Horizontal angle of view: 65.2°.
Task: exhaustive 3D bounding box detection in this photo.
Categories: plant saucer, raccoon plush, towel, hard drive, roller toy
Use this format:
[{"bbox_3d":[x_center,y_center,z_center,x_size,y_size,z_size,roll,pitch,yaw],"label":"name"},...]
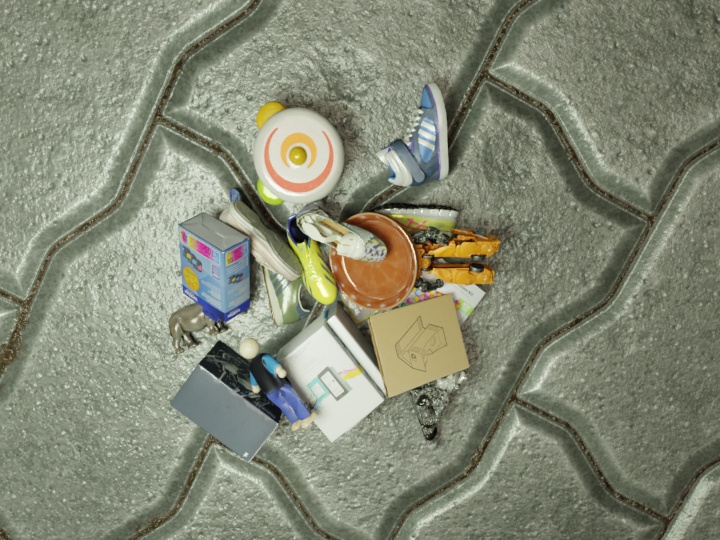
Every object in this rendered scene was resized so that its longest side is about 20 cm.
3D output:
[{"bbox_3d":[0.028,-0.019,1.149,0.197,0.032,0.204,7,106,25],"label":"plant saucer"},{"bbox_3d":[0.182,0.287,1.256,0.132,0.097,0.202,-22,128,-6],"label":"raccoon plush"},{"bbox_3d":[0.000,0.000,1.205,0.142,0.023,0.202,-25,95,20],"label":"towel"},{"bbox_3d":[0.001,0.163,1.195,0.027,0.132,0.201,-36,97,4],"label":"hard drive"},{"bbox_3d":[-0.120,-0.230,1.133,0.179,0.140,0.204,3,98,-2],"label":"roller toy"}]

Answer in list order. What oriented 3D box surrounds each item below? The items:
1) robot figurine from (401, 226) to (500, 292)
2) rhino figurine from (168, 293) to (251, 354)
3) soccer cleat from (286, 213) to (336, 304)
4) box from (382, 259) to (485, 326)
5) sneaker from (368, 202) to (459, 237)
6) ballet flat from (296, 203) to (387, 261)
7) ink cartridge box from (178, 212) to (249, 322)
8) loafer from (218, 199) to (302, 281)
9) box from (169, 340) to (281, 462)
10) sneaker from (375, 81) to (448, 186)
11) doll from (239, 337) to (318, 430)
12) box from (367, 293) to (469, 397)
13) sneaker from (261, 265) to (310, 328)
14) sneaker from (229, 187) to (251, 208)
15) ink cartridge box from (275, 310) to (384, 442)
[{"bbox_3d":[0.181,-0.024,1.161,0.196,0.058,0.147,2,116,-3],"label":"robot figurine"},{"bbox_3d":[-0.324,0.097,1.215,0.198,0.060,0.088,-27,86,-1],"label":"rhino figurine"},{"bbox_3d":[-0.107,-0.024,1.165,0.064,0.084,0.203,-23,77,2],"label":"soccer cleat"},{"bbox_3d":[0.152,0.081,1.234,0.155,0.041,0.201,37,95,-6],"label":"box"},{"bbox_3d":[0.108,-0.093,1.191,0.196,0.078,0.092,4,105,0],"label":"sneaker"},{"bbox_3d":[-0.044,-0.063,1.110,0.198,0.072,0.073,29,97,13],"label":"ballet flat"},{"bbox_3d":[-0.290,0.007,1.127,0.135,0.076,0.202,28,131,27],"label":"ink cartridge box"},{"bbox_3d":[-0.201,-0.051,1.135,0.063,0.072,0.200,-38,101,23],"label":"loafer"},{"bbox_3d":[-0.266,0.266,1.179,0.199,0.182,0.105,38,96,-7],"label":"box"},{"bbox_3d":[0.101,-0.275,1.161,0.144,0.081,0.203,-9,104,-4],"label":"sneaker"},{"bbox_3d":[-0.170,0.219,1.094,0.136,0.048,0.201,-28,100,47],"label":"doll"},{"bbox_3d":[0.122,0.151,1.163,0.197,0.021,0.166,-14,89,-23],"label":"box"},{"bbox_3d":[-0.162,0.015,1.210,0.088,0.067,0.204,-12,95,-12],"label":"sneaker"},{"bbox_3d":[-0.274,-0.073,1.188,0.077,0.075,0.204,5,96,1],"label":"sneaker"},{"bbox_3d":[-0.066,0.220,1.194,0.145,0.147,0.201,-39,97,5],"label":"ink cartridge box"}]
